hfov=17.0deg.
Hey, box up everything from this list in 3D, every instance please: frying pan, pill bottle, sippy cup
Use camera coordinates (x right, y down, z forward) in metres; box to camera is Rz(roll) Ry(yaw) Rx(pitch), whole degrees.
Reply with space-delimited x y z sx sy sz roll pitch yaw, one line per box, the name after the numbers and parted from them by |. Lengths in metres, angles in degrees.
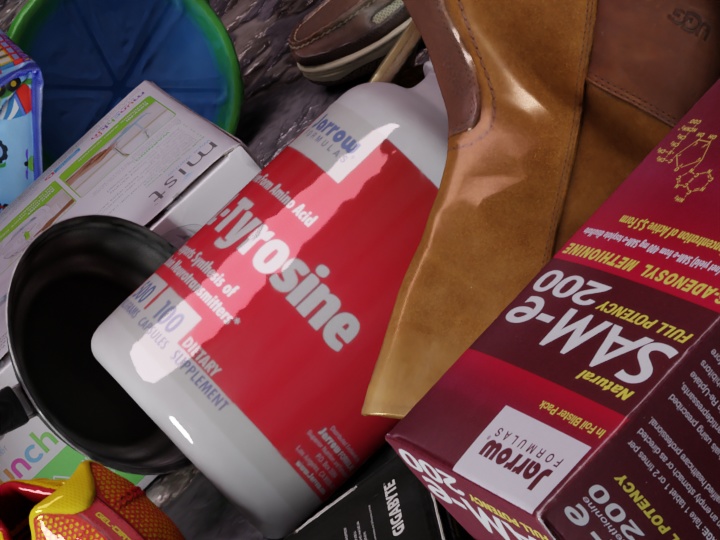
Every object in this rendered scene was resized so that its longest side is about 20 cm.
-0.115 0.057 0.981 0.031 0.115 0.190 -30 22 45 | frying pan
0.000 0.000 0.954 0.200 0.112 0.112 -44 23 -6 | pill bottle
-0.148 -0.097 1.350 0.177 0.140 0.130 -26 8 -18 | sippy cup

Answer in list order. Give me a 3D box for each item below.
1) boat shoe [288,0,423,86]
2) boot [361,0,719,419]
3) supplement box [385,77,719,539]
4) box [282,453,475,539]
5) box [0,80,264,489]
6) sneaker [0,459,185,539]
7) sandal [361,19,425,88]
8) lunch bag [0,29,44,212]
0.035 -0.175 1.255 0.202 0.075 0.075 -32 25 22 | boat shoe
0.030 -0.045 0.842 0.068 0.187 0.201 121 162 -84 | boot
0.112 0.010 0.745 0.200 0.061 0.109 -47 24 -10 | supplement box
-0.017 0.161 0.779 0.160 0.049 0.200 -39 23 12 | box
-0.125 0.020 1.133 0.200 0.097 0.176 -43 24 -6 | box
-0.120 0.116 0.950 0.073 0.077 0.200 -43 2 -31 | sneaker
0.025 -0.058 1.087 0.078 0.070 0.212 -55 3 -16 | sandal
-0.216 -0.035 1.268 0.094 0.201 0.151 -22 35 -20 | lunch bag
